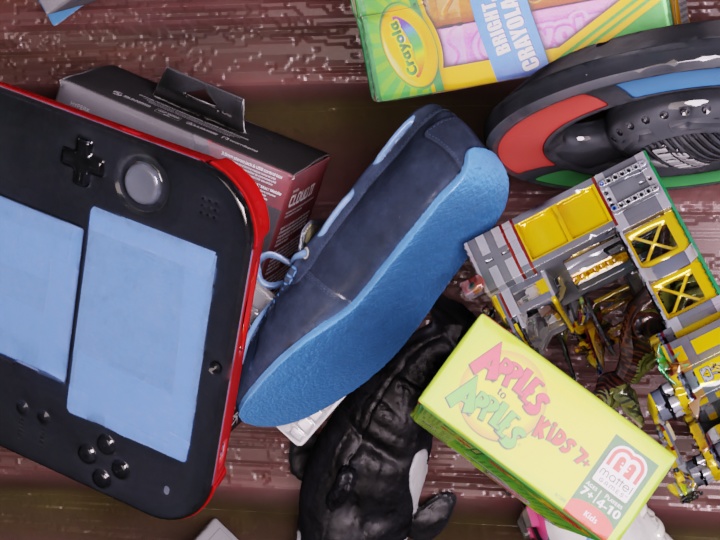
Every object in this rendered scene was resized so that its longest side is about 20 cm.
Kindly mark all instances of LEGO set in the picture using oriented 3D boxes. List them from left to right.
[{"bbox_3d":[0.126,0.043,0.752,0.115,0.200,0.155,-27,71,8],"label":"LEGO set"}]

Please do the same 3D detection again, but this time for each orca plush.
[{"bbox_3d":[0.014,0.115,0.872,0.105,0.071,0.200,42,109,3],"label":"orca plush"}]

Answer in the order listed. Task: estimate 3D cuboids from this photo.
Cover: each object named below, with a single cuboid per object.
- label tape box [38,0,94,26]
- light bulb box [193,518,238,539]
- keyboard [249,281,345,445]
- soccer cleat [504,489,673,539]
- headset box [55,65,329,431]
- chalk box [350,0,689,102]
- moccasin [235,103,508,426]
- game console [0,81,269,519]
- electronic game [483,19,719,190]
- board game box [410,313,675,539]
[{"bbox_3d":[-0.163,-0.218,0.788,0.199,0.063,0.145,-23,102,42],"label":"label tape box"},{"bbox_3d":[-0.082,0.287,0.871,0.200,0.198,0.125,43,111,1],"label":"light bulb box"},{"bbox_3d":[-0.090,0.011,0.829,0.200,0.011,0.056,42,110,1],"label":"keyboard"},{"bbox_3d":[0.134,0.142,0.857,0.086,0.070,0.202,-17,96,-4],"label":"soccer cleat"},{"bbox_3d":[-0.116,-0.016,0.876,0.148,0.077,0.201,23,109,9],"label":"headset box"},{"bbox_3d":[0.061,-0.157,0.771,0.198,0.125,0.125,-8,99,18],"label":"chalk box"},{"bbox_3d":[0.000,0.000,0.774,0.200,0.080,0.068,-46,54,23],"label":"moccasin"},{"bbox_3d":[-0.138,0.018,0.767,0.176,0.031,0.202,19,114,14],"label":"game console"},{"bbox_3d":[0.159,-0.072,0.729,0.198,0.200,0.042,-8,77,17],"label":"electronic game"},{"bbox_3d":[0.078,0.078,0.716,0.101,0.200,0.048,36,85,5],"label":"board game box"}]
